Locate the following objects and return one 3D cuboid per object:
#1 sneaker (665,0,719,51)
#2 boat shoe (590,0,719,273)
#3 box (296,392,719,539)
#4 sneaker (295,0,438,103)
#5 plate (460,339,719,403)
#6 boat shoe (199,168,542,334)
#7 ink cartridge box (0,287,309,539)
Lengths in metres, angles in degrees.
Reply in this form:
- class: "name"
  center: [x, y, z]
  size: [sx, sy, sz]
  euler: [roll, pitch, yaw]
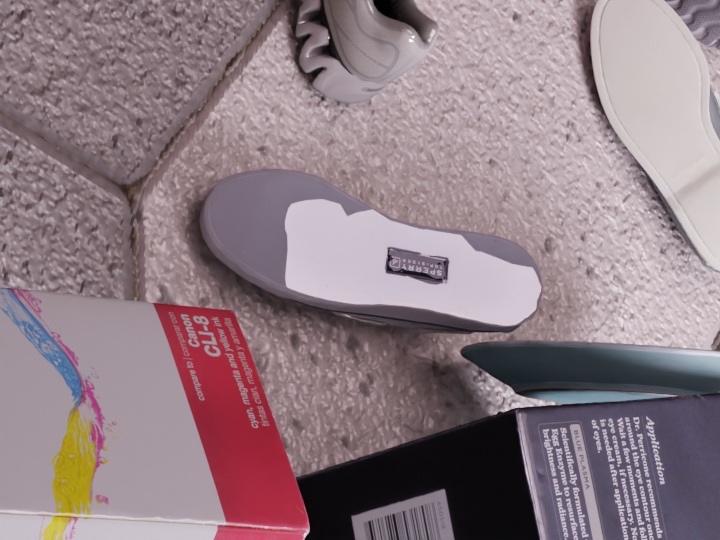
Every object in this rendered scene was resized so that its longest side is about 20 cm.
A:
- class: "sneaker"
  center: [0.218, -0.238, 1.748]
  size: [0.082, 0.075, 0.201]
  euler: [-41, 105, -40]
- class: "boat shoe"
  center: [0.203, -0.089, 1.713]
  size: [0.201, 0.073, 0.062]
  euler: [63, 3, 2]
- class: "box"
  center: [0.095, 0.144, 1.430]
  size: [0.199, 0.196, 0.118]
  euler: [-1, 76, -43]
- class: "sneaker"
  center: [-0.010, -0.201, 1.526]
  size: [0.075, 0.081, 0.201]
  euler: [-19, 88, -42]
- class: "plate"
  center: [0.155, 0.063, 1.513]
  size: [0.199, 0.200, 0.026]
  euler: [11, 81, -40]
- class: "boat shoe"
  center: [0.000, 0.000, 1.480]
  size: [0.199, 0.065, 0.074]
  euler: [19, 70, -14]
- class: "ink cartridge box"
  center: [-0.153, 0.106, 1.195]
  size: [0.199, 0.146, 0.145]
  euler: [7, 42, -29]
